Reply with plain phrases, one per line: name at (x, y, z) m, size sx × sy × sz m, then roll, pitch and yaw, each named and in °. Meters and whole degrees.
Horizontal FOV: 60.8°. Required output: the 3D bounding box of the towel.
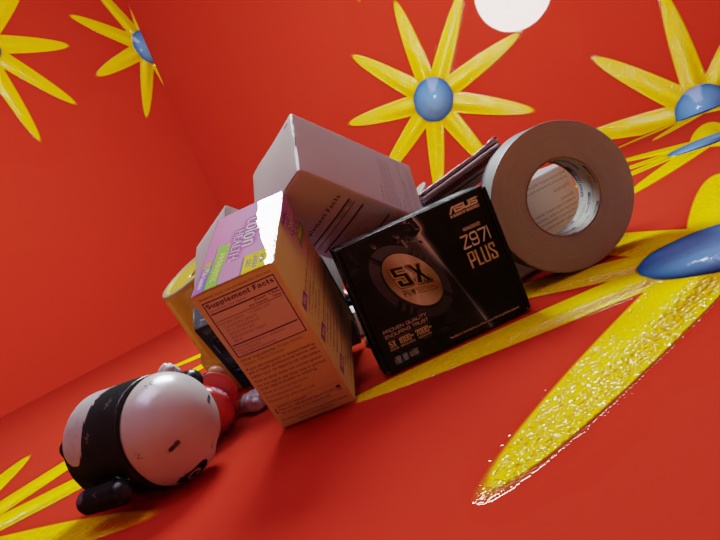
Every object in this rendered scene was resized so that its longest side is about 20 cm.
towel at (0.156, -0.143, 0.968) m, size 0.144 × 0.023 × 0.200 m, roll -36°, pitch -7°, yaw 8°

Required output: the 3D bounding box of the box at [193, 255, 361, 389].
box at (-0.116, 0.080, 0.888) m, size 0.198 × 0.158 × 0.051 m, roll -22°, pitch 43°, yaw 6°

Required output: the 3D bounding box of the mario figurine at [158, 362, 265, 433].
mario figurine at (-0.204, 0.159, 0.844) m, size 0.123 × 0.107 × 0.200 m, roll -23°, pitch 4°, yaw -18°

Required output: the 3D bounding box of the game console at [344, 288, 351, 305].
game console at (-0.017, 0.062, 1.201) m, size 0.172 × 0.120 × 0.199 m, roll 23°, pitch 21°, yaw 38°

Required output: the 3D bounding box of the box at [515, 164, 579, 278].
box at (0.233, -0.066, 1.016) m, size 0.198 × 0.132 × 0.200 m, roll -27°, pitch 6°, yaw -28°

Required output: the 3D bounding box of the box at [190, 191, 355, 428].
box at (-0.091, 0.043, 0.719) m, size 0.096 × 0.201 × 0.176 m, roll -22°, pitch 30°, yaw 10°

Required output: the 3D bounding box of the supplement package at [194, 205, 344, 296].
supplement package at (-0.139, 0.003, 0.934) m, size 0.199 × 0.110 × 0.114 m, roll 18°, pitch -44°, yaw -31°

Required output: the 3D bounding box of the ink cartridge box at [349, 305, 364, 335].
ink cartridge box at (-0.035, 0.086, 1.120) m, size 0.161 × 0.057 × 0.200 m, roll -21°, pitch 11°, yaw 22°

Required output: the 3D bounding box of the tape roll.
tape roll at (0.266, -0.099, 0.842) m, size 0.199 × 0.202 × 0.066 m, roll -23°, pitch 5°, yaw -3°

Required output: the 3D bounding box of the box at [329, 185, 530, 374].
box at (0.084, 0.009, 0.765) m, size 0.198 × 0.165 × 0.086 m, roll -23°, pitch 6°, yaw -5°

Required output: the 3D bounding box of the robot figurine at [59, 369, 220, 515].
robot figurine at (-0.247, 0.186, 0.689) m, size 0.199 × 0.152 × 0.124 m, roll -21°, pitch -23°, yaw 31°

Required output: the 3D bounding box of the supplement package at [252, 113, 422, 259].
supplement package at (-0.032, -0.099, 0.838) m, size 0.199 × 0.122 × 0.120 m, roll 18°, pitch -49°, yaw -29°

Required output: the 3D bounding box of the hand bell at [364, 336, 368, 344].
hand bell at (0.000, 0.000, 0.930) m, size 0.104 × 0.201 × 0.104 m, roll -31°, pitch 2°, yaw 1°

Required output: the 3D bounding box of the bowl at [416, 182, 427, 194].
bowl at (0.103, -0.070, 1.235) m, size 0.202 × 0.090 × 0.201 m, roll -54°, pitch 5°, yaw 7°

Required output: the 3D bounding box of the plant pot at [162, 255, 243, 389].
plant pot at (-0.220, 0.065, 1.037) m, size 0.200 × 0.189 × 0.201 m, roll -34°, pitch 21°, yaw 16°
